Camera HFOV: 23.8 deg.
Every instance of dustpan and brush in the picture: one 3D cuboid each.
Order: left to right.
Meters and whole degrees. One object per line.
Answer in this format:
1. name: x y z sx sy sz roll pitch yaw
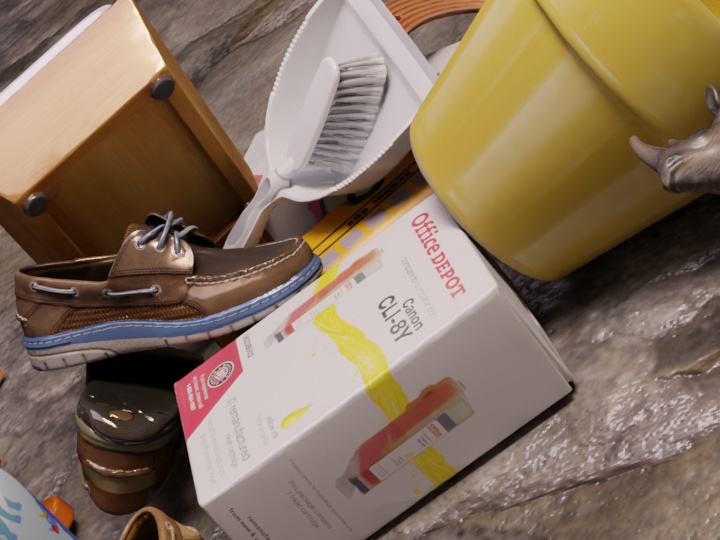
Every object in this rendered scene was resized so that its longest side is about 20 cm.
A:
1. dustpan and brush: -0.035 -0.075 1.099 0.140 0.057 0.201 57 133 41

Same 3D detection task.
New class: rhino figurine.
1. rhino figurine: 0.226 -0.047 0.814 0.199 0.060 0.088 9 42 20

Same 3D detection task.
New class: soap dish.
1. soap dish: -0.158 -0.061 1.127 0.157 0.200 0.081 -43 53 -7

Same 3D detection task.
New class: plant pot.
1. plant pot: 0.134 -0.103 0.962 0.189 0.200 0.201 -44 21 26

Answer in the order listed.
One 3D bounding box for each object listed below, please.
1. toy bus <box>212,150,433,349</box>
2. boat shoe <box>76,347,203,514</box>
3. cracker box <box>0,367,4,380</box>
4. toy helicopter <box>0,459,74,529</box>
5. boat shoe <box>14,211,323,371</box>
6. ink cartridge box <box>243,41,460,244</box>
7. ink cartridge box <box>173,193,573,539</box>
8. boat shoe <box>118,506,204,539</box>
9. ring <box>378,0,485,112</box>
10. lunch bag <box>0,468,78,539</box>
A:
1. toy bus: 0.000 0.000 1.098 0.200 0.065 0.078 -41 27 -7
2. boat shoe: -0.146 0.098 1.096 0.075 0.074 0.200 8 12 2
3. cracker box: -0.397 0.140 1.394 0.199 0.058 0.134 -23 30 28
4. toy helicopter: -0.282 0.193 1.168 0.133 0.079 0.200 -58 20 -18
5. boat shoe: -0.123 0.005 1.047 0.199 0.073 0.072 -16 16 11
6. ink cartridge box: 0.002 -0.077 1.217 0.199 0.068 0.117 -22 30 34
7. ink cartridge box: 0.002 0.064 0.966 0.200 0.084 0.145 -36 26 5
8. boat shoe: -0.125 0.209 0.908 0.075 0.074 0.200 -26 28 25
9. ring: 0.090 -0.137 1.144 0.199 0.019 0.201 2 38 -2
10. lunch bag: -0.255 0.205 0.986 0.199 0.161 0.083 -29 27 18
